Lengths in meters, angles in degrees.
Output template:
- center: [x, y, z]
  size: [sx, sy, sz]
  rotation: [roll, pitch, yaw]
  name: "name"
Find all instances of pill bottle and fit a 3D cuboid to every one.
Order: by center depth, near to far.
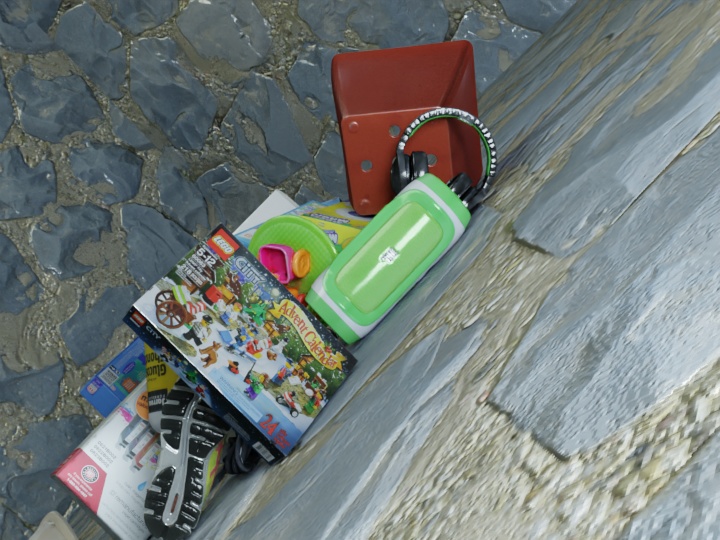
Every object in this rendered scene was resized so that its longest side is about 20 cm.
- center: [-0.204, 0.134, 1.104]
  size: [0.110, 0.203, 0.112]
  rotation: [-6, -11, -1]
  name: "pill bottle"

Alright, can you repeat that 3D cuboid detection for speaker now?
- center: [0.031, -0.013, 1.025]
  size: [0.200, 0.088, 0.088]
  rotation: [-46, 5, -3]
  name: "speaker"

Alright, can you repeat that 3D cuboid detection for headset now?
- center: [0.087, -0.099, 1.112]
  size: [0.094, 0.122, 0.202]
  rotation: [-92, 28, -84]
  name: "headset"

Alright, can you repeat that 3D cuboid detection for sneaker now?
- center: [-0.181, 0.184, 0.982]
  size: [0.090, 0.077, 0.203]
  rotation: [118, 173, -81]
  name: "sneaker"

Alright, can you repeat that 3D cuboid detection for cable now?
- center: [-0.101, 0.148, 0.991]
  size: [0.163, 0.051, 0.200]
  rotation: [-48, 4, 33]
  name: "cable"

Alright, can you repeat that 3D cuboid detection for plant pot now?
- center: [0.058, -0.175, 1.214]
  size: [0.197, 0.203, 0.177]
  rotation: [-4, 28, 10]
  name: "plant pot"

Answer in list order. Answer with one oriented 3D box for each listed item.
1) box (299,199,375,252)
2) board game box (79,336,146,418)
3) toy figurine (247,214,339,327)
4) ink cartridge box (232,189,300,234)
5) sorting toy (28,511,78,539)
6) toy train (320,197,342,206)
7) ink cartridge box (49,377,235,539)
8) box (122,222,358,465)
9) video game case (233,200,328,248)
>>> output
- center: [-0.005, -0.051, 1.207]
  size: [0.200, 0.116, 0.049]
  rotation: [-32, -47, -64]
  name: "box"
- center: [-0.310, 0.211, 1.385]
  size: [0.045, 0.200, 0.152]
  rotation: [-43, 5, 21]
  name: "board game box"
- center: [-0.125, 0.052, 1.057]
  size: [0.148, 0.203, 0.183]
  rotation: [8, 18, 30]
  name: "toy figurine"
- center: [-0.138, -0.023, 1.534]
  size: [0.146, 0.084, 0.200]
  rotation: [-46, -24, -10]
  name: "ink cartridge box"
- center: [-0.499, 0.491, 1.336]
  size: [0.181, 0.106, 0.200]
  rotation: [-51, 4, 16]
  name: "sorting toy"
- center: [-0.016, -0.065, 1.480]
  size: [0.113, 0.088, 0.200]
  rotation: [-15, -11, 7]
  name: "toy train"
- center: [-0.292, 0.250, 1.228]
  size: [0.200, 0.145, 0.144]
  rotation: [-48, 6, -25]
  name: "ink cartridge box"
- center: [-0.113, 0.069, 0.888]
  size: [0.137, 0.200, 0.038]
  rotation: [-49, 6, -39]
  name: "box"
- center: [-0.070, -0.047, 1.291]
  size: [0.199, 0.142, 0.018]
  rotation: [-30, -45, -51]
  name: "video game case"
